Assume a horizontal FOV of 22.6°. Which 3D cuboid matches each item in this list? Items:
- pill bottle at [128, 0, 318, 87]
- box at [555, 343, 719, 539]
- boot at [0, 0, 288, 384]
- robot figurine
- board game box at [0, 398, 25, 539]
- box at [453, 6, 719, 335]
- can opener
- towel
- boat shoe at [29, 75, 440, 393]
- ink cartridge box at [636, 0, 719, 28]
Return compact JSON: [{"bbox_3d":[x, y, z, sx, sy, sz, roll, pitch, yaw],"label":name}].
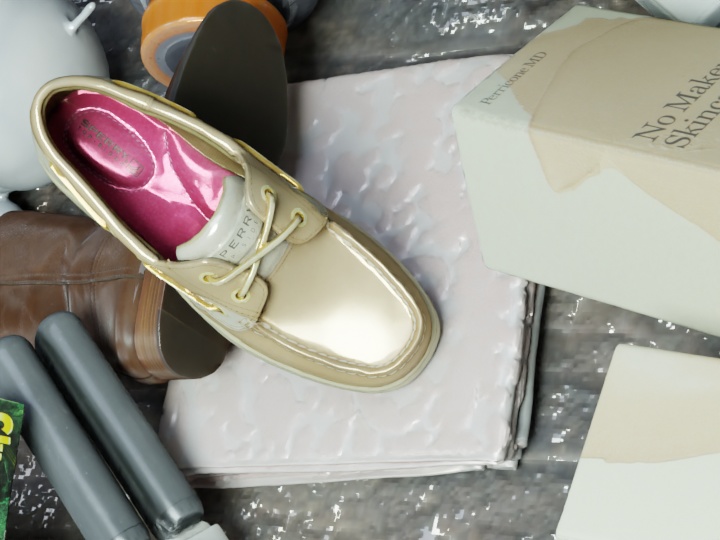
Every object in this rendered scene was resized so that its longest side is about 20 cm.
[{"bbox_3d":[-0.068,-0.189,0.920,0.106,0.106,0.200,-13,59,29],"label":"pill bottle"},{"bbox_3d":[0.179,0.088,0.605,0.200,0.095,0.078,8,70,36],"label":"box"},{"bbox_3d":[-0.127,-0.031,0.880,0.200,0.064,0.187,-5,67,51],"label":"boot"},{"bbox_3d":[-0.217,-0.096,0.969,0.200,0.113,0.170,-3,99,34],"label":"robot figurine"},{"bbox_3d":[-0.198,0.135,0.824,0.200,0.023,0.105,-36,42,57],"label":"board game box"},{"bbox_3d":[0.142,-0.033,0.676,0.200,0.078,0.095,16,45,39],"label":"box"},{"bbox_3d":[-0.091,0.098,0.768,0.053,0.067,0.200,-27,72,-29],"label":"can opener"},{"bbox_3d":[0.000,0.000,0.820,0.191,0.032,0.200,-5,64,32],"label":"towel"},{"bbox_3d":[-0.057,-0.015,0.747,0.200,0.069,0.074,32,87,6],"label":"boat shoe"},{"bbox_3d":[0.174,-0.211,0.804,0.200,0.044,0.174,-45,48,8],"label":"ink cartridge box"}]
